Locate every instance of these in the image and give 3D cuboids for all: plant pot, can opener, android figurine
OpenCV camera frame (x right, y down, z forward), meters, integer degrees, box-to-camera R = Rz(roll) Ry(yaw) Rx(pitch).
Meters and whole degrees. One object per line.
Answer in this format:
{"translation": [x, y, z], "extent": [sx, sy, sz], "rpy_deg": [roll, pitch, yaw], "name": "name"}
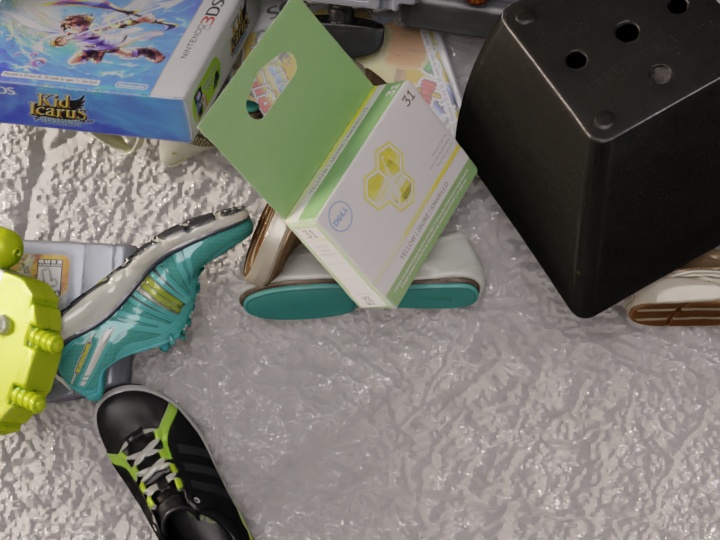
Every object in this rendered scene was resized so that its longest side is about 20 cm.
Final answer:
{"translation": [0.193, -0.123, 1.123], "extent": [0.199, 0.178, 0.200], "rpy_deg": [-28, 61, -7], "name": "plant pot"}
{"translation": [0.047, -0.205, 1.231], "extent": [0.198, 0.053, 0.067], "rpy_deg": [5, 116, 5], "name": "can opener"}
{"translation": [-0.306, 0.053, 1.173], "extent": [0.199, 0.041, 0.184], "rpy_deg": [20, 92, 32], "name": "android figurine"}

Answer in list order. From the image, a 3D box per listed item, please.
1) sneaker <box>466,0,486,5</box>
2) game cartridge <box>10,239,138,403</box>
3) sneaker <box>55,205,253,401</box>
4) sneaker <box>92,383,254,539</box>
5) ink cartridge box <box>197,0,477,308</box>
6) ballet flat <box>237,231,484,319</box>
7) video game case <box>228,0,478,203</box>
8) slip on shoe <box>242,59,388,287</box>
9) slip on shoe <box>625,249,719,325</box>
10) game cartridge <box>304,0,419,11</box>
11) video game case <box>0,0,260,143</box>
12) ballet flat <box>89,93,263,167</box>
{"translation": [0.103, -0.298, 1.215], "extent": [0.076, 0.073, 0.202], "rpy_deg": [0, 59, 6], "name": "sneaker"}
{"translation": [-0.283, 0.041, 1.245], "extent": [0.198, 0.042, 0.135], "rpy_deg": [2, 78, 4], "name": "game cartridge"}
{"translation": [-0.161, 0.022, 1.200], "extent": [0.199, 0.078, 0.080], "rpy_deg": [-39, 98, -1], "name": "sneaker"}
{"translation": [-0.140, 0.171, 1.189], "extent": [0.071, 0.083, 0.201], "rpy_deg": [-37, 84, -1], "name": "sneaker"}
{"translation": [-0.011, -0.090, 1.138], "extent": [0.200, 0.048, 0.146], "rpy_deg": [49, 60, -30], "name": "ink cartridge box"}
{"translation": [0.000, 0.000, 1.221], "extent": [0.198, 0.069, 0.070], "rpy_deg": [-4, 82, 1], "name": "ballet flat"}
{"translation": [-0.011, -0.146, 1.256], "extent": [0.180, 0.023, 0.202], "rpy_deg": [-18, 82, 2], "name": "video game case"}
{"translation": [-0.028, -0.070, 1.194], "extent": [0.060, 0.076, 0.201], "rpy_deg": [29, 67, -10], "name": "slip on shoe"}
{"translation": [0.306, 0.010, 1.185], "extent": [0.198, 0.076, 0.061], "rpy_deg": [1, 66, 8], "name": "slip on shoe"}
{"translation": [-0.038, -0.262, 1.226], "extent": [0.198, 0.134, 0.041], "rpy_deg": [8, 125, 11], "name": "game cartridge"}
{"translation": [-0.199, -0.180, 1.200], "extent": [0.198, 0.046, 0.182], "rpy_deg": [7, 42, 12], "name": "video game case"}
{"translation": [-0.174, -0.129, 1.250], "extent": [0.198, 0.068, 0.076], "rpy_deg": [20, 109, 14], "name": "ballet flat"}
